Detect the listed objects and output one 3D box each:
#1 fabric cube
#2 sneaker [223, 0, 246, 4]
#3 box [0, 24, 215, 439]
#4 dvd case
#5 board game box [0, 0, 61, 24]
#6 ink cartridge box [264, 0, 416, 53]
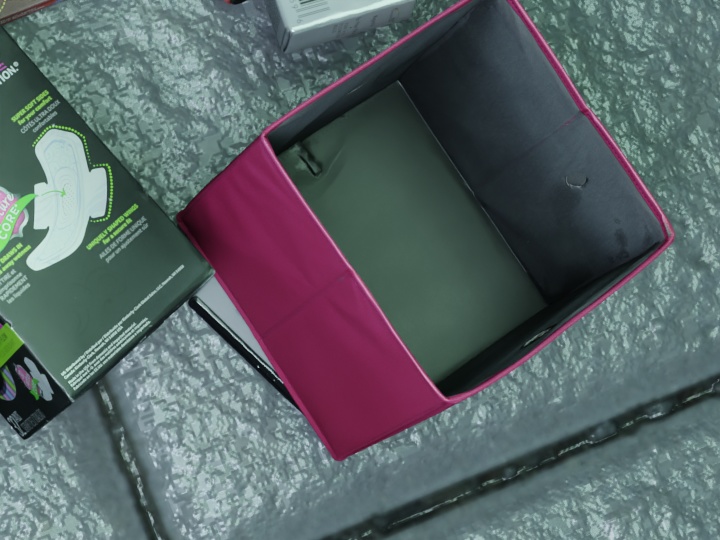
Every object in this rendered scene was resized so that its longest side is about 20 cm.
[{"bbox_3d":[0.036,-0.025,1.608,0.196,0.199,0.201,-34,89,-25],"label":"fabric cube"},{"bbox_3d":[-0.048,-0.272,1.730,0.087,0.074,0.200,43,66,-4],"label":"sneaker"},{"bbox_3d":[-0.211,-0.020,1.562,0.124,0.148,0.200,-42,93,-23],"label":"box"},{"bbox_3d":[0.000,0.000,1.706,0.143,0.018,0.200,43,66,-4],"label":"dvd case"},{"bbox_3d":[-0.244,-0.210,1.671,0.199,0.019,0.103,-26,87,-24],"label":"board game box"},{"bbox_3d":[0.001,-0.259,1.683,0.172,0.044,0.201,-16,77,-12],"label":"ink cartridge box"}]
